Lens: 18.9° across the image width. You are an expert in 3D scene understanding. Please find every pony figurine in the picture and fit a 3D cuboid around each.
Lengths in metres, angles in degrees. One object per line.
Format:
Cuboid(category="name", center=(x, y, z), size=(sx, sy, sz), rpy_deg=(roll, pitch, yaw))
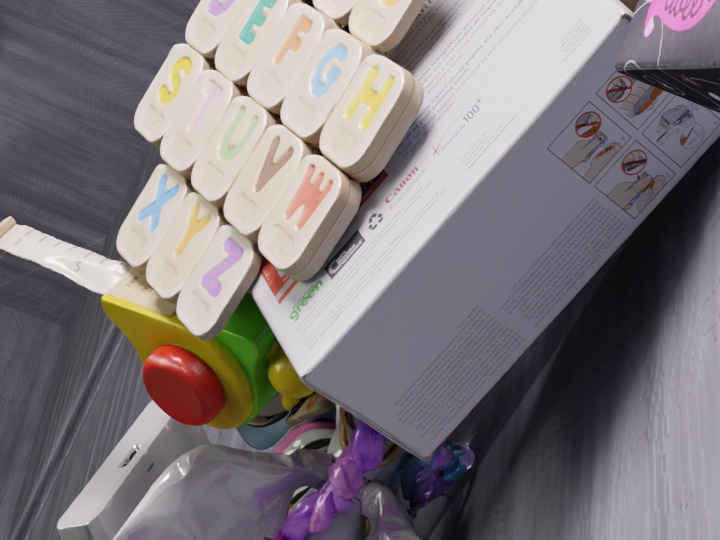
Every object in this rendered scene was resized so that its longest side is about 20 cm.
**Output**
Cuboid(category="pony figurine", center=(-0.016, 0.120, 1.068), size=(0.194, 0.166, 0.200), rpy_deg=(-63, -5, -10))

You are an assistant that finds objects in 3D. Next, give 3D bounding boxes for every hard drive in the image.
Cuboid(category="hard drive", center=(-0.084, 0.181, 1.122), size=(0.026, 0.201, 0.132), rpy_deg=(-12, 21, 24))

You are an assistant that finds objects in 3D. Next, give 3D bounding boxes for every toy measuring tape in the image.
Cuboid(category="toy measuring tape", center=(-0.098, 0.029, 1.032), size=(0.074, 0.199, 0.074), rpy_deg=(-31, -50, -47))

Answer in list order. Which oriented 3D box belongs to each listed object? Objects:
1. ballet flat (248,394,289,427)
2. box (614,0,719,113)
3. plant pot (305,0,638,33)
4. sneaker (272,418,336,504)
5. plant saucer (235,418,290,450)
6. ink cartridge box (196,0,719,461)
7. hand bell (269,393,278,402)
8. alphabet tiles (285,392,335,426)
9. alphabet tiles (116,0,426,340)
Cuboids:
Cuboid(category="ballet flat", center=(-0.052, 0.052, 1.229), size=(0.200, 0.068, 0.069), rpy_deg=(85, -154, -75))
Cuboid(category="box", center=(0.166, -0.094, 0.598), size=(0.200, 0.114, 0.133), rpy_deg=(-153, 84, -79))
Cuboid(category="plant pot", center=(0.057, -0.153, 1.080), size=(0.200, 0.174, 0.201), rpy_deg=(-161, 90, -79))
Cuboid(category="sneaker", center=(-0.049, 0.182, 1.237), size=(0.086, 0.080, 0.201), rpy_deg=(-159, 88, -78))
Cuboid(category="plant saucer", center=(-0.068, 0.019, 1.470), size=(0.201, 0.039, 0.202), rpy_deg=(8, -90, -73))
Cuboid(category="ink cartridge box", center=(0.037, -0.052, 0.952), size=(0.200, 0.084, 0.176), rpy_deg=(-48, 35, 10))
Cuboid(category="hand bell", center=(0.000, 0.000, 1.130), size=(0.104, 0.200, 0.105), rpy_deg=(13, 110, 41))
Cuboid(category="alphabet tiles", center=(0.020, 0.004, 1.280), size=(0.200, 0.006, 0.166), rpy_deg=(-58, 8, -15))
Cuboid(category="alphabet tiles", center=(-0.043, -0.073, 0.970), size=(0.196, 0.015, 0.200), rpy_deg=(-57, 34, 6))
